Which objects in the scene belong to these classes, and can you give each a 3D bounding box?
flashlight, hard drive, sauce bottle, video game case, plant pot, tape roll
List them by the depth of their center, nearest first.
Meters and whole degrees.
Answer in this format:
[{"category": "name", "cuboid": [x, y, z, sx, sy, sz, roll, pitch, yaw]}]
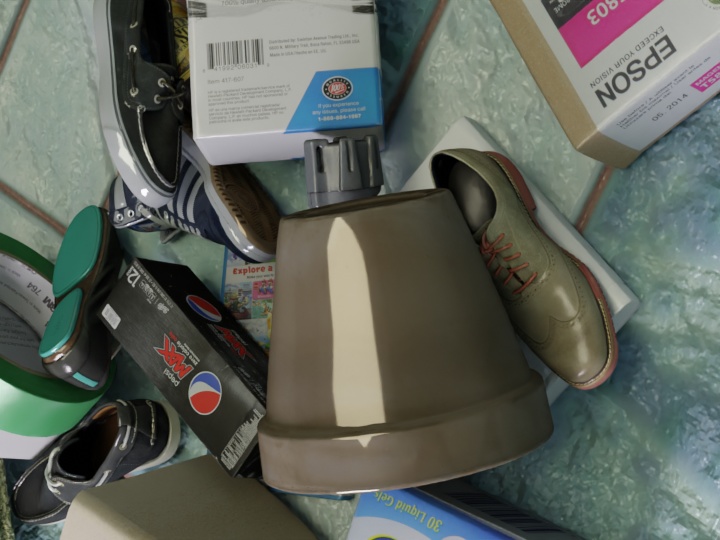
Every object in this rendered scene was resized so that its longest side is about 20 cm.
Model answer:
[{"category": "plant pot", "cuboid": [0.019, 0.040, 1.089, 0.199, 0.200, 0.174, -4, 98, 35]}, {"category": "hard drive", "cuboid": [0.098, 0.001, 1.197, 0.132, 0.027, 0.200, -51, 59, 20]}, {"category": "plant pot", "cuboid": [-0.115, 0.276, 1.215, 0.177, 0.200, 0.201, 25, 104, 24]}, {"category": "flashlight", "cuboid": [0.000, 0.000, 1.216, 0.068, 0.068, 0.201, -3, 95, 5]}, {"category": "video game case", "cuboid": [-0.059, 0.077, 1.306, 0.143, 0.018, 0.201, 2, 85, 37]}, {"category": "sauce bottle", "cuboid": [-0.133, -0.165, 1.364, 0.200, 0.066, 0.066, 41, 108, 31]}, {"category": "tape roll", "cuboid": [-0.301, 0.048, 1.372, 0.048, 0.200, 0.201, -47, 60, 22]}]

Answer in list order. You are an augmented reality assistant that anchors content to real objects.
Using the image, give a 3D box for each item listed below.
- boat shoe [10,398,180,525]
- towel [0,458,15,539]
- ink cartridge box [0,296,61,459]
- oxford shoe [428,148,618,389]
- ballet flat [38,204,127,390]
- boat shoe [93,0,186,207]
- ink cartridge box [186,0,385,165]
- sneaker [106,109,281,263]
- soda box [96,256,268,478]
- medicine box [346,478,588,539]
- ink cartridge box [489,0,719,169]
[{"category": "boat shoe", "cuboid": [-0.243, 0.163, 1.398, 0.200, 0.068, 0.072, -32, 66, 33]}, {"category": "towel", "cuboid": [-0.354, 0.238, 1.471, 0.148, 0.036, 0.201, -36, 61, 45]}, {"category": "ink cartridge box", "cuboid": [-0.352, 0.066, 1.434, 0.084, 0.146, 0.200, -48, 56, 23]}, {"category": "oxford shoe", "cuboid": [0.105, -0.002, 1.129, 0.070, 0.075, 0.200, -45, 61, 23]}, {"category": "ballet flat", "cuboid": [-0.231, 0.029, 1.391, 0.068, 0.068, 0.200, -31, 33, 26]}, {"category": "boat shoe", "cuboid": [-0.171, -0.150, 1.308, 0.056, 0.069, 0.201, -24, 67, 28]}, {"category": "ink cartridge box", "cuboid": [-0.058, -0.193, 1.266, 0.145, 0.084, 0.201, -4, 79, 3]}, {"category": "sneaker", "cuboid": [-0.140, -0.045, 1.341, 0.109, 0.070, 0.200, -50, 48, 16]}, {"category": "soda box", "cuboid": [-0.121, 0.077, 1.295, 0.200, 0.071, 0.063, 47, 109, 30]}, {"category": "medicine box", "cuboid": [0.071, 0.263, 1.134, 0.182, 0.103, 0.201, 21, 95, 36]}, {"category": "ink cartridge box", "cuboid": [0.201, -0.196, 1.119, 0.200, 0.075, 0.165, -39, 62, 25]}]
